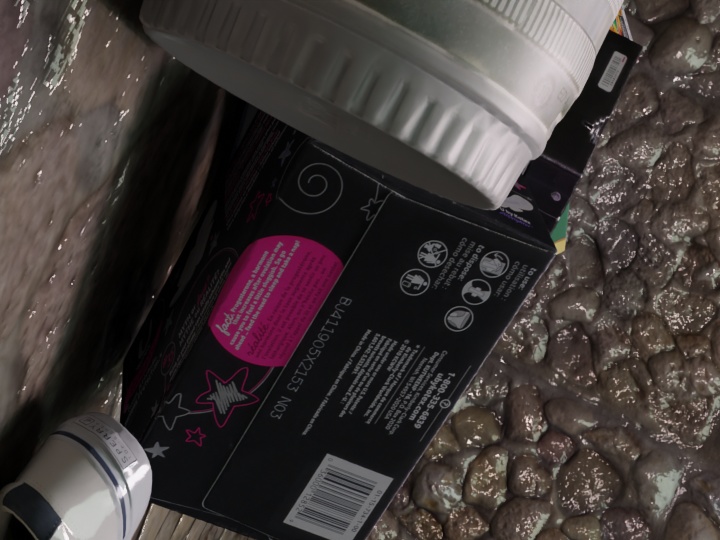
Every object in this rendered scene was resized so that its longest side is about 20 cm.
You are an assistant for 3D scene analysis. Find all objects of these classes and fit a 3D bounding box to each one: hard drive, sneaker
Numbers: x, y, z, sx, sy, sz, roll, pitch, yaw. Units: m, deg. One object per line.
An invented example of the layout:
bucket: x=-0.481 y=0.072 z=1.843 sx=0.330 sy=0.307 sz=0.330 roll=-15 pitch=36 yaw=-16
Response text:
hard drive: x=0.115 y=-0.045 z=0.929 sx=0.140 sy=0.038 sz=0.201 roll=-59 pitch=173 yaw=-40
sneaker: x=-0.151 y=0.146 z=0.665 sx=0.071 sy=0.073 sz=0.201 roll=-33 pitch=150 yaw=-40

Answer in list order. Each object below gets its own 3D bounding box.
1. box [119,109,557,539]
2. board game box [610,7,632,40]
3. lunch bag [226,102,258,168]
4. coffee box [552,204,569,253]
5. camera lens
box: x=-0.018 y=0.019 z=0.682 sx=0.201 sy=0.131 sz=0.115 roll=-59 pitch=-159 yaw=24
board game box: x=0.153 y=-0.250 z=1.073 sx=0.126 sy=0.034 sz=0.202 roll=-15 pitch=88 yaw=-64
lunch bag: x=-0.015 y=-0.093 z=0.782 sx=0.161 sy=0.075 sz=0.201 roll=-55 pitch=168 yaw=-48
coffee box: x=0.100 y=-0.058 z=1.057 sx=0.122 sy=0.044 sz=0.201 roll=-26 pitch=149 yaw=-14
camera lens: x=0.029 y=-0.143 z=0.508 sx=0.201 sy=0.159 sz=0.160 roll=-64 pitch=174 yaw=-1
